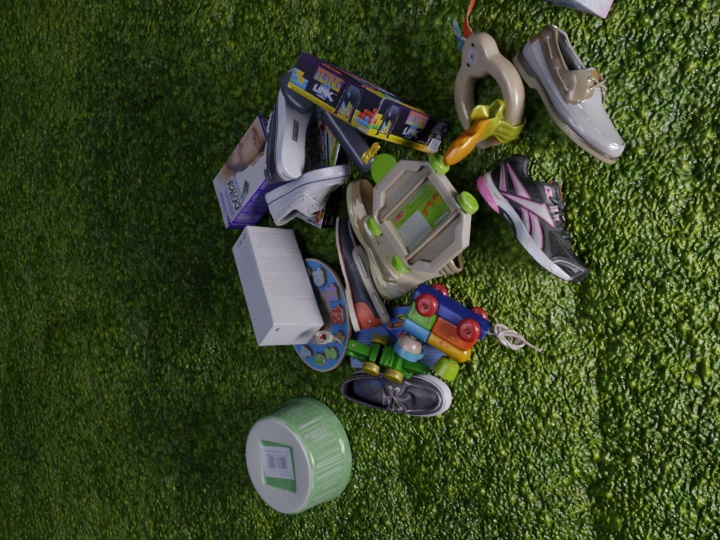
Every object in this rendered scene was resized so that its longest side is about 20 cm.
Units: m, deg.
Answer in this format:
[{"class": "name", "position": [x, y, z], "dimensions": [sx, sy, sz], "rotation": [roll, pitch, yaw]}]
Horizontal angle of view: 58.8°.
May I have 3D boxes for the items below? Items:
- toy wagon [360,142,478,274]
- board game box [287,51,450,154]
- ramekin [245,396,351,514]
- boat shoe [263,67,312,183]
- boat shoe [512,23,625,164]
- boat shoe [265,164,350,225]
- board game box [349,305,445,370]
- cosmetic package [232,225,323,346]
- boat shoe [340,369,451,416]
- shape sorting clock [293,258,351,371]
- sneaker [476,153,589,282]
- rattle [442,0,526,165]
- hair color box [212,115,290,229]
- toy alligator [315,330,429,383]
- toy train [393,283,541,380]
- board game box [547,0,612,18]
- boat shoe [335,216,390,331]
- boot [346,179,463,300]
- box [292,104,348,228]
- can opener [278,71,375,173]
[{"class": "toy wagon", "position": [0.074, -0.099, 0.921], "dimensions": [0.155, 0.039, 0.202], "rotation": [-42, 75, 34]}, {"class": "board game box", "position": [0.018, -0.241, 0.935], "dimensions": [0.165, 0.199, 0.057], "rotation": [38, 110, 27]}, {"class": "ramekin", "position": [-0.121, 0.344, 1.179], "dimensions": [0.197, 0.097, 0.204], "rotation": [6, 99, 37]}, {"class": "boat shoe", "position": [-0.126, -0.239, 1.062], "dimensions": [0.067, 0.071, 0.204], "rotation": [-11, 69, 36]}, {"class": "boat shoe", "position": [0.275, -0.228, 0.816], "dimensions": [0.069, 0.074, 0.202], "rotation": [-48, 66, 37]}, {"class": "boat shoe", "position": [-0.083, -0.124, 1.073], "dimensions": [0.198, 0.073, 0.067], "rotation": [-16, 90, 48]}, {"class": "board game box", "position": [0.059, 0.111, 1.061], "dimensions": [0.197, 0.019, 0.105], "rotation": [-5, 94, 38]}, {"class": "cosmetic package", "position": [-0.147, 0.025, 1.116], "dimensions": [0.071, 0.100, 0.202], "rotation": [-48, 51, 40]}, {"class": "boat shoe", "position": [0.051, 0.201, 1.048], "dimensions": [0.197, 0.066, 0.071], "rotation": [7, 101, 37]}, {"class": "shape sorting clock", "position": [-0.082, 0.080, 1.142], "dimensions": [0.198, 0.039, 0.204], "rotation": [8, 102, 45]}, {"class": "sneaker", "position": [0.243, -0.076, 0.861], "dimensions": [0.086, 0.080, 0.201], "rotation": [-43, 75, 21]}, {"class": "rattle", "position": [0.132, -0.258, 0.873], "dimensions": [0.130, 0.141, 0.203], "rotation": [-159, 49, -75]}, {"class": "hair color box", "position": [-0.194, -0.174, 1.170], "dimensions": [0.200, 0.064, 0.111], "rotation": [-40, 61, 41]}, {"class": "toy alligator", "position": [0.020, 0.139, 1.037], "dimensions": [0.197, 0.054, 0.060], "rotation": [14, 66, 20]}, {"class": "toy train", "position": [0.150, 0.115, 0.945], "dimensions": [0.198, 0.085, 0.117], "rotation": [30, 110, 13]}, {"class": "board game box", "position": [0.190, -0.374, 0.787], "dimensions": [0.199, 0.197, 0.044], "rotation": [32, 116, 30]}, {"class": "boat shoe", "position": [0.000, 0.000, 1.063], "dimensions": [0.061, 0.071, 0.203], "rotation": [-15, 69, 6]}, {"class": "boot", "position": [0.068, -0.070, 0.998], "dimensions": [0.154, 0.072, 0.203], "rotation": [-23, 83, 38]}, {"class": "box", "position": [-0.075, -0.188, 1.118], "dimensions": [0.109, 0.034, 0.203], "rotation": [25, 111, 33]}, {"class": "can opener", "position": [-0.055, -0.236, 1.027], "dimensions": [0.066, 0.053, 0.201], "rotation": [-35, 92, -4]}]
